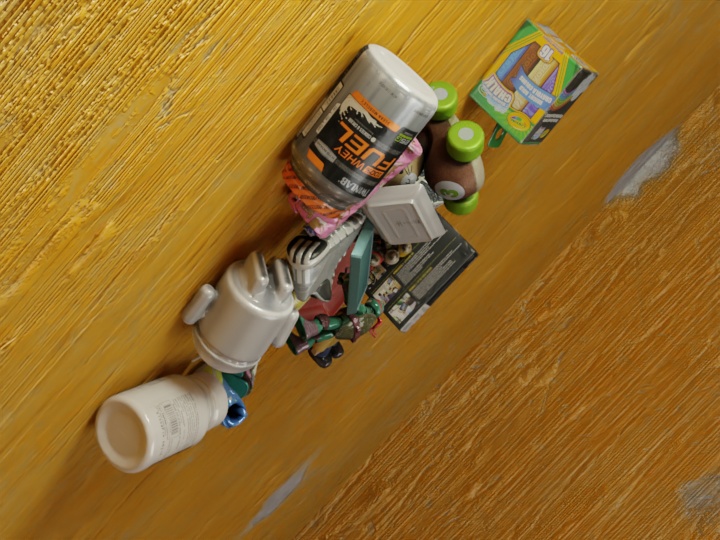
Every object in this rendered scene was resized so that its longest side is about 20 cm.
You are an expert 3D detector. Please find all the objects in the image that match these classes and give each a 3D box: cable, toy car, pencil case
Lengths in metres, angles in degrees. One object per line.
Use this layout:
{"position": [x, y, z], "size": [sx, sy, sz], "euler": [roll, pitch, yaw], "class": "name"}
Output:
{"position": [0.046, -0.022, 1.837], "size": [0.096, 0.051, 0.200], "euler": [-21, 171, 4], "class": "cable"}
{"position": [0.068, -0.151, 1.569], "size": [0.197, 0.159, 0.165], "euler": [-23, 151, -11], "class": "toy car"}
{"position": [-0.007, -0.133, 1.465], "size": [0.199, 0.083, 0.087], "euler": [-40, -173, 16], "class": "pencil case"}

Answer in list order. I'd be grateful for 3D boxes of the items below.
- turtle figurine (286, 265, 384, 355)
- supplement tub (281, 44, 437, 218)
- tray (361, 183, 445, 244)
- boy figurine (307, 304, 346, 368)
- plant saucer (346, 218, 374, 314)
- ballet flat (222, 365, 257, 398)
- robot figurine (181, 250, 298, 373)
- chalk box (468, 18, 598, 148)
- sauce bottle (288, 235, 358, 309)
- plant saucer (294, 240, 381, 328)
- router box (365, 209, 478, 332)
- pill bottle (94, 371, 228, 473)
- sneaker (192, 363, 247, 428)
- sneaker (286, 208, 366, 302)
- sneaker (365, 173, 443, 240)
{"position": [-0.030, 0.073, 1.822], "size": [0.198, 0.101, 0.151], "euler": [-24, 145, -29], "class": "turtle figurine"}
{"position": [-0.005, -0.171, 1.348], "size": [0.201, 0.123, 0.122], "euler": [-51, 163, 19], "class": "supplement tub"}
{"position": [0.060, -0.078, 1.598], "size": [0.105, 0.023, 0.200], "euler": [-5, 161, 13], "class": "tray"}
{"position": [-0.040, 0.115, 2.057], "size": [0.124, 0.065, 0.200], "euler": [-36, 171, -29], "class": "boy figurine"}
{"position": [0.000, 0.000, 1.691], "size": [0.201, 0.019, 0.071], "euler": [97, 15, -62], "class": "plant saucer"}
{"position": [-0.201, 0.154, 1.792], "size": [0.072, 0.068, 0.201], "euler": [-61, 172, -26], "class": "ballet flat"}
{"position": [-0.170, 0.067, 1.541], "size": [0.168, 0.114, 0.201], "euler": [20, 123, -28], "class": "robot figurine"}
{"position": [0.270, -0.289, 1.759], "size": [0.201, 0.124, 0.124], "euler": [-50, 164, 21], "class": "chalk box"}
{"position": [-0.083, 0.004, 1.693], "size": [0.200, 0.066, 0.066], "euler": [-44, 164, 3], "class": "sauce bottle"}
{"position": [-0.048, 0.012, 1.859], "size": [0.200, 0.037, 0.199], "euler": [-51, 164, 19], "class": "plant saucer"}
{"position": [0.096, -0.011, 1.956], "size": [0.200, 0.149, 0.051], "euler": [-46, 164, 5], "class": "router box"}
{"position": [-0.292, 0.220, 1.612], "size": [0.115, 0.114, 0.199], "euler": [-52, 163, 27], "class": "pill bottle"}
{"position": [-0.243, 0.237, 1.795], "size": [0.075, 0.105, 0.201], "euler": [-37, 162, -23], "class": "sneaker"}
{"position": [-0.053, -0.019, 1.596], "size": [0.200, 0.074, 0.117], "euler": [-44, 142, -51], "class": "sneaker"}
{"position": [0.085, -0.117, 1.829], "size": [0.198, 0.078, 0.087], "euler": [-28, 166, -22], "class": "sneaker"}
